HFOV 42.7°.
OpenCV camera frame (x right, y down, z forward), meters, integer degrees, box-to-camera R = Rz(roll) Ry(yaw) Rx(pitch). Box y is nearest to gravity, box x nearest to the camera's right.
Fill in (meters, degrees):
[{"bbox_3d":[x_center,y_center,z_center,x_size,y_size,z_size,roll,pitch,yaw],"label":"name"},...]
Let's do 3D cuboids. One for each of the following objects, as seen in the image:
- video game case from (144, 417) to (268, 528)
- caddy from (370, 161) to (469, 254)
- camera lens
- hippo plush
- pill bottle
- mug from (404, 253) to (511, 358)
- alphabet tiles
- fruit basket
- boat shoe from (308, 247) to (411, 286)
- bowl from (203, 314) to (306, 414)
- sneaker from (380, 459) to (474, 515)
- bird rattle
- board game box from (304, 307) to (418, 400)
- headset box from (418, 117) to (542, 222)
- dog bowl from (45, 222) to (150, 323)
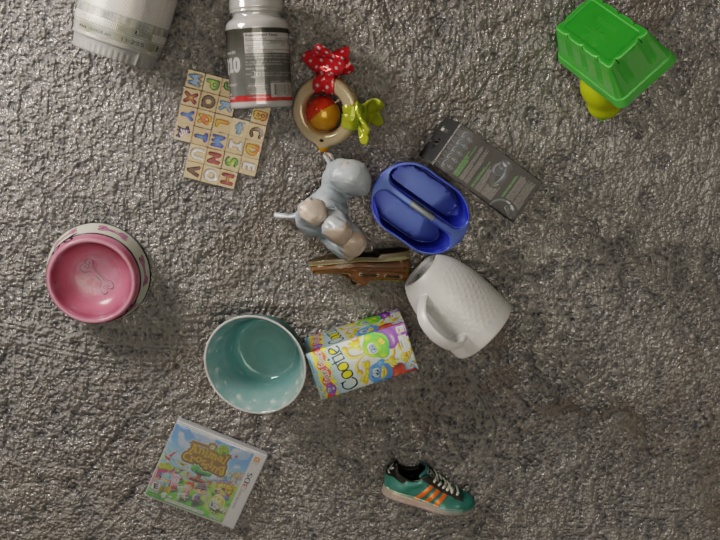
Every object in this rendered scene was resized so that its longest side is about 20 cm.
[{"bbox_3d":[-0.316,0.417,1.889,0.200,0.022,0.182,24,100,-9],"label":"video game case"},{"bbox_3d":[0.111,-0.120,1.747,0.200,0.105,0.142,34,98,-11],"label":"caddy"},{"bbox_3d":[-0.404,-0.468,1.600,0.160,0.160,0.200,18,102,-8],"label":"camera lens"},{"bbox_3d":[-0.034,-0.123,1.718,0.159,0.200,0.161,37,80,-16],"label":"hippo plush"},{"bbox_3d":[-0.184,-0.393,1.655,0.114,0.114,0.201,-3,99,-3],"label":"pill bottle"},{"bbox_3d":[0.169,0.072,1.754,0.175,0.200,0.148,43,128,-10],"label":"mug"},{"bbox_3d":[-0.265,-0.261,1.738,0.167,0.008,0.200,13,102,-7],"label":"alphabet tiles"},{"bbox_3d":[0.463,-0.374,1.690,0.155,0.216,0.216,-42,103,7],"label":"fruit basket"},{"bbox_3d":[0.000,0.000,1.786,0.199,0.072,0.068,-4,104,-2],"label":"boat shoe"},{"bbox_3d":[-0.191,0.166,1.783,0.200,0.105,0.201,3,105,10],"label":"bowl"},{"bbox_3d":[0.147,0.447,1.904,0.200,0.071,0.080,14,106,-6],"label":"sneaker"},{"bbox_3d":[-0.056,-0.309,1.698,0.163,0.113,0.200,-36,102,23],"label":"bird rattle"},{"bbox_3d":[0.000,0.163,1.809,0.200,0.103,0.105,-18,104,0],"label":"board game box"},{"bbox_3d":[0.213,-0.194,1.702,0.200,0.174,0.093,34,98,-12],"label":"headset box"},{"bbox_3d":[-0.505,0.012,1.753,0.200,0.074,0.201,-1,103,-4],"label":"dog bowl"}]
